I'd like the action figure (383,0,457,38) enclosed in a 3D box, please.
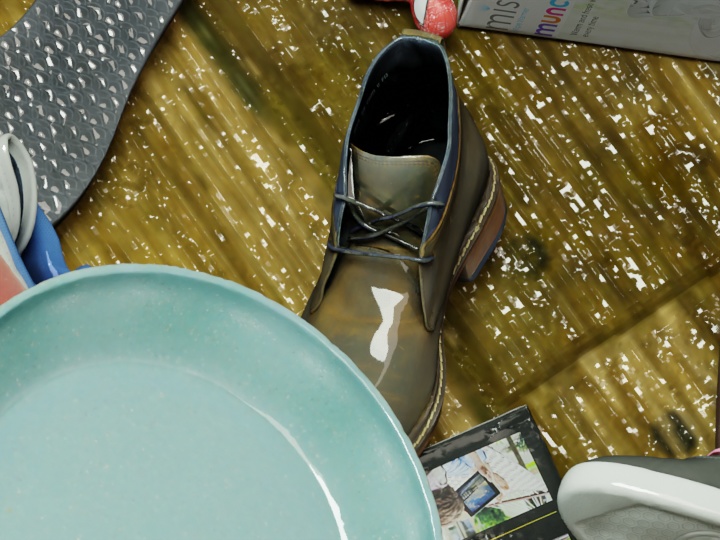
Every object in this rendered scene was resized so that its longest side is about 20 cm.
[{"bbox_3d":[-0.004,-0.195,1.044,0.065,0.099,0.201,-23,77,-15],"label":"action figure"}]

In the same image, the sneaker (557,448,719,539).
[{"bbox_3d":[0.166,0.077,0.916,0.198,0.071,0.100,15,59,-14],"label":"sneaker"}]

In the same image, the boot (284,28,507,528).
[{"bbox_3d":[0.000,0.000,0.945,0.074,0.097,0.201,6,49,20],"label":"boot"}]

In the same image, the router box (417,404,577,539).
[{"bbox_3d":[0.004,0.159,0.935,0.199,0.051,0.150,-21,76,-15],"label":"router box"}]

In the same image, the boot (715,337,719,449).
[{"bbox_3d":[0.218,0.111,0.987,0.185,0.064,0.201,25,56,-17],"label":"boot"}]

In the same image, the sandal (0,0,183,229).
[{"bbox_3d":[-0.128,-0.075,1.012,0.076,0.043,0.201,38,65,-4],"label":"sandal"}]

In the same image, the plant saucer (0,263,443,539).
[{"bbox_3d":[-0.066,0.095,0.845,0.199,0.036,0.201,14,57,-22],"label":"plant saucer"}]

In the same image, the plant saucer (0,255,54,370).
[{"bbox_3d":[-0.244,0.003,0.876,0.199,0.037,0.200,-34,96,20],"label":"plant saucer"}]

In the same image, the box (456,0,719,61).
[{"bbox_3d":[0.137,-0.204,1.066,0.175,0.097,0.202,6,69,-6],"label":"box"}]

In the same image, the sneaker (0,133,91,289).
[{"bbox_3d":[-0.190,-0.017,0.920,0.200,0.081,0.147,43,109,0],"label":"sneaker"}]
